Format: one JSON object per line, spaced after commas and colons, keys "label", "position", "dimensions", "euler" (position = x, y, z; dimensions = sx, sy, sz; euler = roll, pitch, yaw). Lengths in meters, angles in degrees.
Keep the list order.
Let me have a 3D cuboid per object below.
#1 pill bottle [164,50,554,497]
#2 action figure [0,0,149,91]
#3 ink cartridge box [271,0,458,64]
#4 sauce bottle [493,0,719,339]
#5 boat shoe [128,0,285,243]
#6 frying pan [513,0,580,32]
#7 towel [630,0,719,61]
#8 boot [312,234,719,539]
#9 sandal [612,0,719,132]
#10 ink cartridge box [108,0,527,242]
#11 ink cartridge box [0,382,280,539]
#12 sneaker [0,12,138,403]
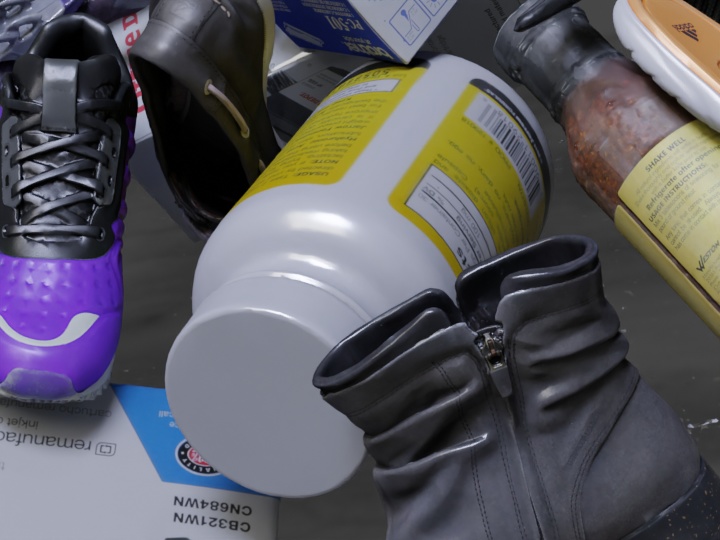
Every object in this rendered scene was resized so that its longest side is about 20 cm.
{"label": "pill bottle", "position": [0.000, 0.000, 0.807], "dimensions": [0.111, 0.111, 0.200], "euler": [-7, 25, 26]}
{"label": "action figure", "position": [-0.095, -0.148, 0.944], "dimensions": [0.200, 0.069, 0.130], "euler": [-33, 41, 1]}
{"label": "ink cartridge box", "position": [0.043, -0.180, 0.885], "dimensions": [0.200, 0.044, 0.094], "euler": [-51, 30, -12]}
{"label": "sauce bottle", "position": [0.128, -0.035, 0.806], "dimensions": [0.066, 0.066, 0.200], "euler": [-38, 64, -1]}
{"label": "boat shoe", "position": [-0.065, -0.052, 0.874], "dimensions": [0.067, 0.200, 0.057], "euler": [23, 60, 19]}
{"label": "frying pan", "position": [0.144, -0.146, 0.838], "dimensions": [0.115, 0.031, 0.190], "euler": [-29, 10, 35]}
{"label": "towel", "position": [0.221, -0.167, 0.891], "dimensions": [0.193, 0.035, 0.200], "euler": [-8, 51, 48]}
{"label": "boot", "position": [0.018, 0.081, 0.704], "dimensions": [0.200, 0.132, 0.070], "euler": [-36, 22, -3]}
{"label": "sandal", "position": [0.182, -0.056, 0.766], "dimensions": [0.207, 0.079, 0.059], "euler": [43, 123, 19]}
{"label": "ink cartridge box", "position": [-0.024, -0.124, 0.988], "dimensions": [0.200, 0.084, 0.145], "euler": [-25, 47, 12]}
{"label": "ink cartridge box", "position": [-0.108, 0.147, 0.782], "dimensions": [0.146, 0.084, 0.200], "euler": [7, 52, -6]}
{"label": "sneaker", "position": [-0.127, -0.036, 0.830], "dimensions": [0.070, 0.100, 0.200], "euler": [6, 38, -9]}
